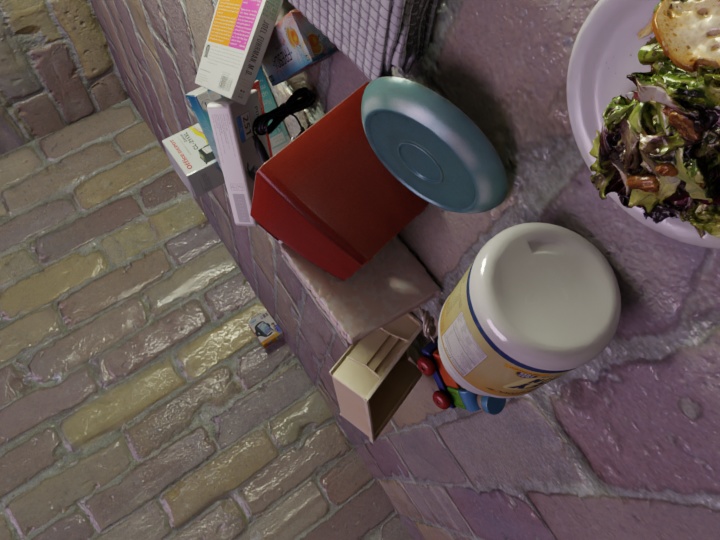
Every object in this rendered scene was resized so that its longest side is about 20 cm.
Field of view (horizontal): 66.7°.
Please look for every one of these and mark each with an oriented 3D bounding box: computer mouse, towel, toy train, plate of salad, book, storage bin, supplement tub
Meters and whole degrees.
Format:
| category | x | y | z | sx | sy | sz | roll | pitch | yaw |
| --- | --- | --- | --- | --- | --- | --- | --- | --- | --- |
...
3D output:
| category | x | y | z | sx | sy | sz | roll | pitch | yaw |
| --- | --- | --- | --- | --- | --- | --- | --- | --- | --- |
| computer mouse | -0.090 | -0.183 | 0.898 | 0.046 | 0.140 | 0.201 | 17 | 137 | 52 |
| towel | 0.000 | 0.000 | 0.865 | 0.201 | 0.190 | 0.032 | 52 | 151 | 18 |
| toy train | 0.152 | 0.137 | 0.869 | 0.115 | 0.084 | 0.201 | 5 | 125 | 56 |
| plate of salad | 0.212 | -0.098 | 0.365 | 0.200 | 0.048 | 0.201 | 50 | 160 | 25 |
| towel | 0.006 | -0.302 | 0.530 | 0.166 | 0.085 | 0.200 | 46 | 165 | 12 |
| book | -0.168 | -0.348 | 0.779 | 0.048 | 0.201 | 0.133 | 14 | -166 | -42 |
| storage bin | 0.042 | 0.200 | 1.078 | 0.093 | 0.199 | 0.201 | 29 | 151 | 25 |
| supplement tub | 0.164 | 0.054 | 0.584 | 0.145 | 0.144 | 0.200 | 53 | 162 | 16 |

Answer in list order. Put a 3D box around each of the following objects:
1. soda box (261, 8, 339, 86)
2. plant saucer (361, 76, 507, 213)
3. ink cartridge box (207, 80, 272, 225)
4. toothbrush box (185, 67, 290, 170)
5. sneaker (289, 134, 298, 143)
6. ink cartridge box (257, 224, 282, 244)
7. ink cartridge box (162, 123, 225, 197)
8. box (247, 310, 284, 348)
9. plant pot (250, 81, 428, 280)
| category | x | y | z | sx | sy | sz | roll | pitch | yaw |
| --- | --- | --- | --- | --- | --- | --- | --- | --- | --- |
| soda box | -0.090 | -0.324 | 0.786 | 0.200 | 0.063 | 0.069 | 20 | 139 | 64 |
| plant saucer | 0.073 | -0.129 | 0.617 | 0.200 | 0.027 | 0.200 | 38 | 167 | 10 |
| ink cartridge box | -0.177 | -0.205 | 0.935 | 0.044 | 0.177 | 0.202 | 4 | 122 | 18 |
| toothbrush box | -0.237 | -0.288 | 1.109 | 0.085 | 0.146 | 0.201 | 32 | 148 | 55 |
| sneaker | -0.106 | -0.210 | 1.019 | 0.200 | 0.076 | 0.086 | -124 | 44 | -63 |
| ink cartridge box | -0.079 | -0.055 | 1.009 | 0.176 | 0.045 | 0.199 | 41 | -163 | 27 |
| ink cartridge box | -0.360 | -0.292 | 1.346 | 0.146 | 0.199 | 0.083 | 49 | 161 | 25 |
| box | -0.489 | 0.289 | 2.781 | 0.200 | 0.119 | 0.042 | 46 | 159 | 32 |
| plant pot | -0.021 | -0.102 | 0.782 | 0.176 | 0.200 | 0.200 | 47 | 162 | -2 |
